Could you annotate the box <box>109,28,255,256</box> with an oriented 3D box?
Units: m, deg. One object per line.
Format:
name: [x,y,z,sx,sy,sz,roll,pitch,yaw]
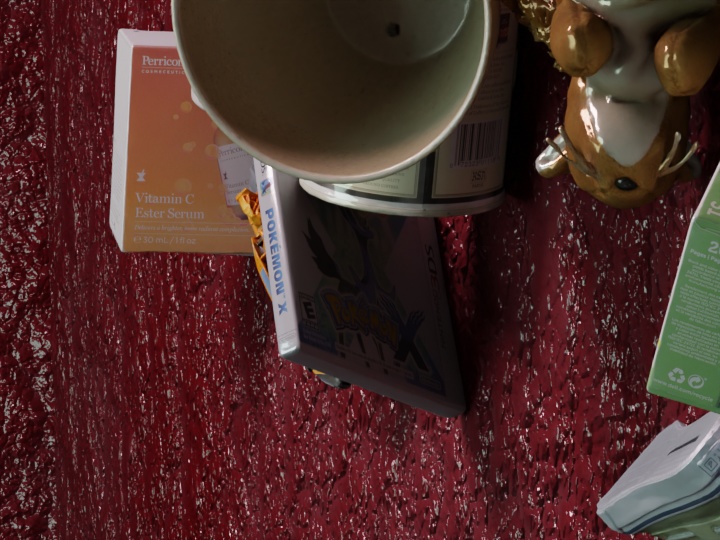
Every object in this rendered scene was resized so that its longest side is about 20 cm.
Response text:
box: [-0.157,-0.123,2.092,0.106,0.152,0.201,-129,41,-71]

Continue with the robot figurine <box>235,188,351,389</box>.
robot figurine: [-0.025,-0.005,1.750,0.145,0.058,0.200,-46,53,28]

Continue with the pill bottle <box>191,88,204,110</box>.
pill bottle: [-0.089,-0.241,1.946,0.113,0.113,0.201,-125,37,-61]

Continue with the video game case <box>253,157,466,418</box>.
video game case: [0.000,0.000,1.575,0.022,0.200,0.183,-25,61,31]

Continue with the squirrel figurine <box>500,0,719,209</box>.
squirrel figurine: [0.149,-0.137,1.211,0.200,0.141,0.187,-94,1,-64]

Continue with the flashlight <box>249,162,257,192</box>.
flashlight: [-0.054,-0.050,1.919,0.200,0.067,0.068,-131,48,-63]

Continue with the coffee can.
coffee can: [0.036,-0.151,1.492,0.146,0.146,0.201,-134,47,-66]

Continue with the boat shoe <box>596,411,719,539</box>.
boat shoe: [0.179,0.122,1.177,0.062,0.072,0.200,43,169,2]

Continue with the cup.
cup: [0.004,-0.165,1.341,0.143,0.200,0.201,-35,-47,-66]

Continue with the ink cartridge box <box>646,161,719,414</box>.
ink cartridge box: [0.194,-0.051,1.042,0.146,0.048,0.201,-56,-20,-53]
